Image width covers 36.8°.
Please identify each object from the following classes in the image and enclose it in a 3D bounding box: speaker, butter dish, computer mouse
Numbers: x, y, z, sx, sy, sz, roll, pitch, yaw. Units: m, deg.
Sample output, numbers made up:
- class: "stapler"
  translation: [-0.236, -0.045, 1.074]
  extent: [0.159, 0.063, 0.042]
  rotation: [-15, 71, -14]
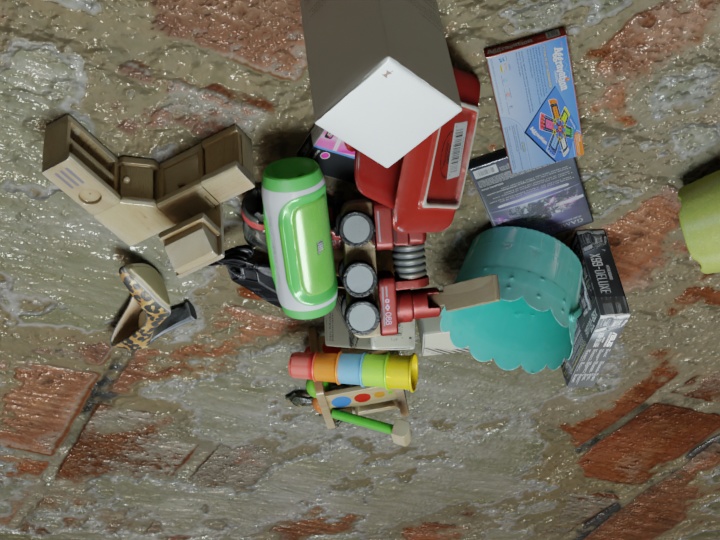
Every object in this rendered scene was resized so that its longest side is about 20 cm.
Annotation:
- class: "speaker"
  translation: [-0.079, -0.041, 1.414]
  extent: [0.087, 0.089, 0.202]
  rotation: [-7, 118, -1]
- class: "butter dish"
  translation: [0.048, -0.156, 1.324]
  extent: [0.146, 0.202, 0.199]
  rotation: [14, -172, 24]
- class: "computer mouse"
  translation: [-0.131, 0.004, 1.565]
  extent: [0.199, 0.046, 0.140]
  rotation: [30, 160, -36]

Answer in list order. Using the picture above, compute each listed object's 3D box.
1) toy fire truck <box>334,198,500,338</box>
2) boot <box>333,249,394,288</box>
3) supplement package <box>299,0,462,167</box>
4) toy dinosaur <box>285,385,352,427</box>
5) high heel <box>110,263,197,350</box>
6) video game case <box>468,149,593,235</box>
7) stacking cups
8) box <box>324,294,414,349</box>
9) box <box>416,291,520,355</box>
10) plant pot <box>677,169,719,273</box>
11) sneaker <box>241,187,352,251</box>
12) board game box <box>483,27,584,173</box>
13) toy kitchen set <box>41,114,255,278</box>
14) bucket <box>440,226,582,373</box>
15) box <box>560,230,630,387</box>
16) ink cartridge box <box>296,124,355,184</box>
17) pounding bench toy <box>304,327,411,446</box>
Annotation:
- class: "toy fire truck"
  translation: [0.072, -0.006, 1.415]
  extent: [0.197, 0.178, 0.129]
  rotation: [-5, -172, -4]
- class: "boot"
  translation: [0.000, 0.000, 1.593]
  extent: [0.198, 0.076, 0.074]
  rotation: [10, 137, -25]
- class: "supplement package"
  translation: [0.018, -0.238, 1.180]
  extent: [0.117, 0.202, 0.116]
  rotation: [-35, 135, 31]
- class: "toy dinosaur"
  translation: [-0.030, 0.227, 1.911]
  extent: [0.198, 0.048, 0.089]
  rotation: [-18, 136, 6]
- class: "high heel"
  translation: [-0.345, 0.060, 1.602]
  extent: [0.141, 0.072, 0.200]
  rotation: [-23, 150, 9]
- class: "video game case"
  translation: [0.245, -0.110, 1.543]
  extent: [0.141, 0.019, 0.200]
  rotation: [-18, 143, 12]
- class: "stacking cups"
  translation: [-0.013, 0.153, 1.662]
  extent: [0.197, 0.061, 0.061]
  rotation: [1, 145, 12]
- class: "box"
  translation: [0.010, 0.074, 1.593]
  extent: [0.068, 0.083, 0.200]
  rotation: [0, 176, -21]
- class: "box"
  translation: [0.191, 0.078, 1.727]
  extent: [0.197, 0.083, 0.069]
  rotation: [-5, 144, -3]
- class: "plant pot"
  translation: [0.554, -0.081, 1.522]
  extent: [0.183, 0.202, 0.200]
  rotation: [-17, 144, 32]
- class: "sneaker"
  translation: [-0.074, -0.057, 1.508]
  extent: [0.198, 0.071, 0.098]
  rotation: [6, 140, -15]
- class: "board game box"
  translation: [0.226, -0.213, 1.389]
  extent: [0.102, 0.020, 0.201]
  rotation: [-13, 137, 8]
- class: "toy kitchen set"
  translation: [-0.256, -0.107, 1.329]
  extent: [0.198, 0.165, 0.180]
  rotation: [-23, 141, 18]
- class: "bucket"
  translation: [0.229, 0.042, 1.592]
  extent: [0.205, 0.136, 0.208]
  rotation: [16, 149, 10]
- class: "box"
  translation: [0.347, 0.061, 1.671]
  extent: [0.049, 0.159, 0.201]
  rotation: [-1, 142, -9]
- class: "ink cartridge box"
  translation: [0.023, -0.151, 1.435]
  extent: [0.198, 0.037, 0.095]
  rotation: [12, 139, -28]
- class: "pounding bench toy"
  translation: [-0.006, 0.197, 1.743]
  extent: [0.154, 0.202, 0.125]
  rotation: [-11, 144, 2]
